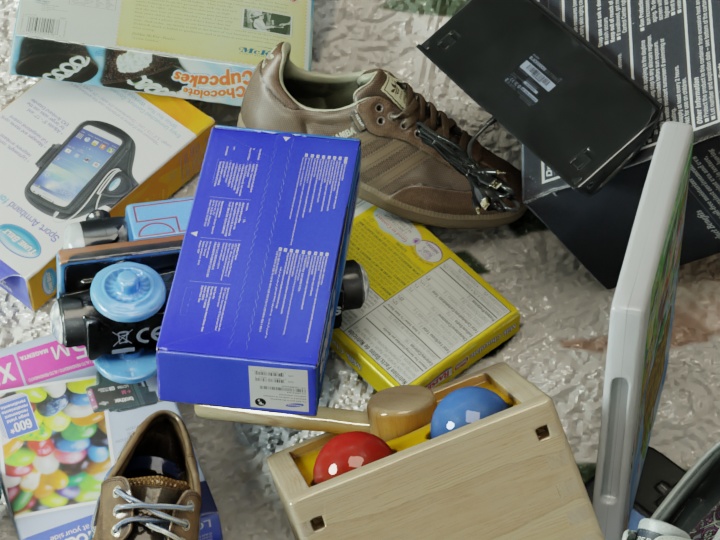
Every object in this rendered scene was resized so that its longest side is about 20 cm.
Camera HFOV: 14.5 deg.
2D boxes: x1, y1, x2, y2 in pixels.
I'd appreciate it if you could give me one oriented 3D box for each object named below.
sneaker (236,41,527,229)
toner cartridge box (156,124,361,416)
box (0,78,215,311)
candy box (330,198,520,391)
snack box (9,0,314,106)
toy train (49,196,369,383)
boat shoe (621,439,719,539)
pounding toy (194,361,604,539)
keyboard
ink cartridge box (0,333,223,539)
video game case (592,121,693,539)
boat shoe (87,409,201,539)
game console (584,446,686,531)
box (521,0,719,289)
[{"bbox_3d":[0.020,-0.087,1.834,0.199,0.076,0.071,16,36,-3],"label":"sneaker"},{"bbox_3d":[-0.058,-0.003,1.669,0.094,0.043,0.201,7,43,4],"label":"toner cartridge box"},{"bbox_3d":[-0.204,-0.059,1.872,0.119,0.042,0.200,35,63,26],"label":"box"},{"bbox_3d":[0.000,0.000,1.824,0.102,0.026,0.200,-35,58,-21],"label":"candy box"},{"bbox_3d":[-0.132,-0.166,1.915,0.199,0.037,0.117,8,40,-5],"label":"snack box"},{"bbox_3d":[-0.097,0.002,1.755,0.199,0.087,0.115,-7,48,-10],"label":"toy train"},{"bbox_3d":[0.167,0.163,1.547,0.070,0.072,0.201,5,41,46],"label":"boat shoe"},{"bbox_3d":[0.018,0.119,1.629,0.183,0.200,0.143,-21,98,-4],"label":"pounding toy"},{"bbox_3d":[0.096,-0.101,1.776,0.127,0.021,0.200,-41,43,-2],"label":"keyboard"},{"bbox_3d":[-0.160,0.122,1.731,0.119,0.042,0.201,-17,56,-11],"label":"ink cartridge box"},{"bbox_3d":[0.165,0.040,1.656,0.022,0.183,0.200,9,35,10],"label":"video game case"},{"bbox_3d":[-0.125,0.149,1.594,0.072,0.073,0.200,9,29,-10],"label":"boat shoe"},{"bbox_3d":[0.161,0.179,1.624,0.170,0.119,0.200,37,62,26],"label":"game console"},{"bbox_3d":[0.213,-0.122,1.800,0.198,0.123,0.201,-18,51,26],"label":"box"}]
